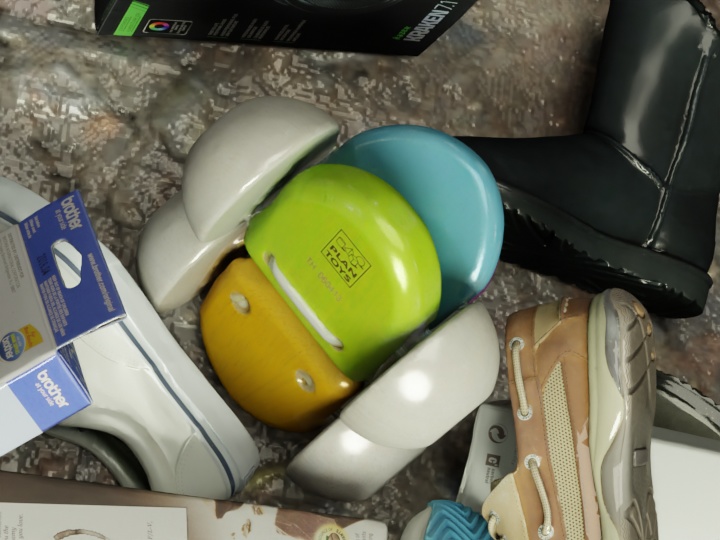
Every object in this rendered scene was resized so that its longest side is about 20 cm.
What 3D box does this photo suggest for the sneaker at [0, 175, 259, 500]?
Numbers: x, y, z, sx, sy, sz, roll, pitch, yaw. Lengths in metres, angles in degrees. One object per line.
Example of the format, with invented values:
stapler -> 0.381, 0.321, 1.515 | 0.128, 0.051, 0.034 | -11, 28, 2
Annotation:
sneaker -> -0.134, 0.043, 0.966 | 0.200, 0.073, 0.071 | 49, 62, -2

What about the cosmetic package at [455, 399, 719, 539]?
cosmetic package -> 0.154, 0.121, 0.980 | 0.200, 0.113, 0.081 | 13, 90, 14

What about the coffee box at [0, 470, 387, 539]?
coffee box -> -0.100, 0.153, 0.919 | 0.200, 0.113, 0.080 | 9, 66, -16

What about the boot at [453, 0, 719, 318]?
boot -> 0.125, -0.082, 1.092 | 0.200, 0.076, 0.168 | 21, 73, -21

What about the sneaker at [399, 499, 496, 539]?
sneaker -> 0.032, 0.203, 0.901 | 0.076, 0.081, 0.200 | 18, 62, -36

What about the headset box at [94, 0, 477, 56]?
headset box -> -0.035, -0.187, 1.011 | 0.200, 0.174, 0.093 | 2, 74, -20

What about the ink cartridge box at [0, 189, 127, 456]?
ink cartridge box -> -0.194, 0.050, 0.883 | 0.200, 0.119, 0.042 | -32, 124, 0

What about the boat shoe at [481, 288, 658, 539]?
boat shoe -> 0.095, 0.109, 0.906 | 0.072, 0.076, 0.200 | -1, 80, 19

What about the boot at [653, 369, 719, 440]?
boot -> 0.170, 0.147, 1.057 | 0.200, 0.068, 0.131 | 40, 74, -2

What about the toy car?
toy car -> 0.000, 0.000, 0.961 | 0.150, 0.200, 0.175 | -35, 83, -30
